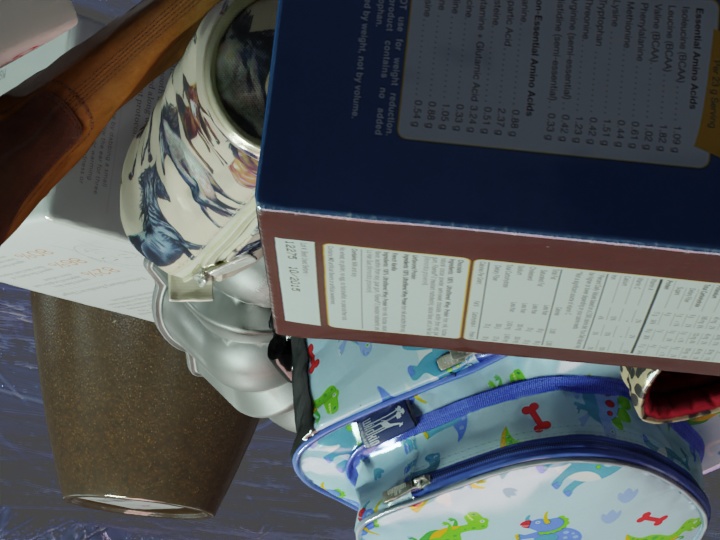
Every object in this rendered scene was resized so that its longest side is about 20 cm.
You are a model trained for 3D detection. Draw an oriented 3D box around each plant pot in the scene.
[{"bbox_3d":[-0.124,0.045,1.405,0.185,0.202,0.187,6,168,1],"label":"plant pot"}]

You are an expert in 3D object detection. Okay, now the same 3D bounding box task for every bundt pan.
[{"bbox_3d":[0.000,0.000,1.139,0.201,0.203,0.076,16,-156,-38],"label":"bundt pan"}]

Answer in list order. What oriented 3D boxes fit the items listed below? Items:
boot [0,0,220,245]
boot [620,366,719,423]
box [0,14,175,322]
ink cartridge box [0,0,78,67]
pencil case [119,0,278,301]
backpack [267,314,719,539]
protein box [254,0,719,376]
[{"bbox_3d":[-0.117,-0.062,0.942,0.200,0.069,0.188,-37,180,-5],"label":"boot"},{"bbox_3d":[0.152,-0.046,0.839,0.199,0.151,0.073,-28,142,11],"label":"boot"},{"bbox_3d":[-0.114,-0.044,1.214,0.199,0.107,0.152,16,163,-38],"label":"box"},{"bbox_3d":[-0.231,-0.085,0.914,0.199,0.083,0.146,-28,-173,-31],"label":"ink cartridge box"},{"bbox_3d":[-0.045,-0.052,0.938,0.077,0.090,0.200,-7,168,-18],"label":"pencil case"},{"bbox_3d":[0.086,0.058,1.035,0.199,0.148,0.183,-28,143,22],"label":"backpack"},{"bbox_3d":[0.078,-0.082,0.728,0.198,0.200,0.135,6,164,2],"label":"protein box"}]
